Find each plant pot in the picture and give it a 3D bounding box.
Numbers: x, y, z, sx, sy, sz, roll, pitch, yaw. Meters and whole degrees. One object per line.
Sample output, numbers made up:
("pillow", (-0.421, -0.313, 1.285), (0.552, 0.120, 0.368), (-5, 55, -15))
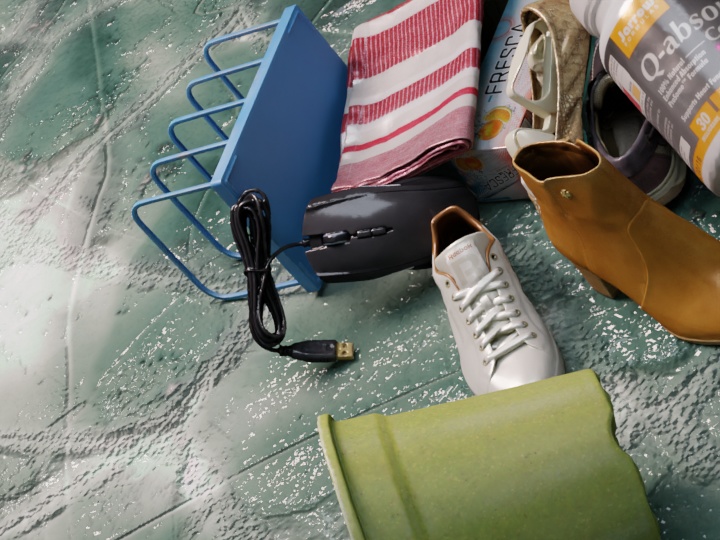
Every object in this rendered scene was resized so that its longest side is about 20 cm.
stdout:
("plant pot", (0.091, 0.156, 1.394), (0.183, 0.201, 0.201), (-21, 39, 1))

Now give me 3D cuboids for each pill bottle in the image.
("pill bottle", (0.248, -0.158, 1.580), (0.116, 0.116, 0.200), (-37, 61, 0))

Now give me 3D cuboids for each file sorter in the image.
("file sorter", (-0.089, -0.093, 1.810), (0.122, 0.139, 0.201), (-13, 43, 37))

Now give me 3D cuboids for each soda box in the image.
("soda box", (0.139, -0.151, 1.749), (0.068, 0.064, 0.201), (-3, 49, 36))

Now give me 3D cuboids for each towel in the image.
("towel", (0.041, -0.155, 1.763), (0.143, 0.023, 0.201), (-25, 43, 35))

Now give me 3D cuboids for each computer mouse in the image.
("computer mouse", (0.000, 0.000, 1.679), (0.198, 0.142, 0.046), (-4, 1, -5))

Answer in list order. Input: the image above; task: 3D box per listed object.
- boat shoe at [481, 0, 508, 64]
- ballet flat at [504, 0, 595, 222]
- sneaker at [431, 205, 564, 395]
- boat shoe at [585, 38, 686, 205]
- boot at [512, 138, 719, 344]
("boat shoe", (0.067, -0.185, 1.834), (0.066, 0.072, 0.202), (13, 64, 39))
("ballet flat", (0.142, -0.117, 1.657), (0.071, 0.065, 0.202), (138, 138, -65))
("sneaker", (0.090, 0.029, 1.590), (0.072, 0.085, 0.201), (-30, 40, 6))
("boat shoe", (0.210, -0.131, 1.671), (0.071, 0.065, 0.201), (-21, 41, 20))
("boot", (0.200, -0.025, 1.507), (0.200, 0.144, 0.071), (16, 62, 46))
